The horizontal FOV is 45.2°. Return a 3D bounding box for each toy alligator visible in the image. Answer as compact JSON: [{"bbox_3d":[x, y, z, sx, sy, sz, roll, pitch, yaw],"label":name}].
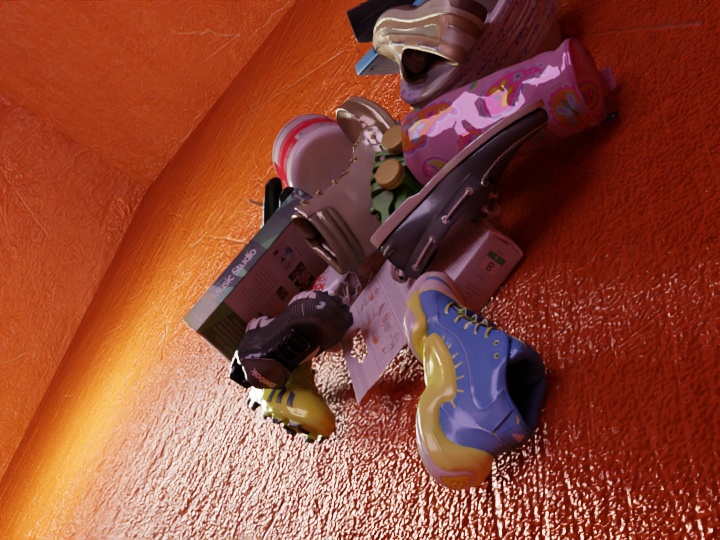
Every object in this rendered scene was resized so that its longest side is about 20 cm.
[{"bbox_3d":[0.032,-0.076,0.869,0.054,0.059,0.202,-10,58,35],"label":"toy alligator"}]

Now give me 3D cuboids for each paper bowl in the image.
[{"bbox_3d":[0.142,-0.243,0.960,0.201,0.104,0.201,-45,23,26],"label":"paper bowl"}]

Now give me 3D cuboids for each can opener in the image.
[{"bbox_3d":[-0.095,-0.025,1.062,0.063,0.201,0.079,22,45,32],"label":"can opener"}]

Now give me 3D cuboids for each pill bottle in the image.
[{"bbox_3d":[-0.054,-0.143,1.126,0.113,0.112,0.200,-54,21,5],"label":"pill bottle"}]

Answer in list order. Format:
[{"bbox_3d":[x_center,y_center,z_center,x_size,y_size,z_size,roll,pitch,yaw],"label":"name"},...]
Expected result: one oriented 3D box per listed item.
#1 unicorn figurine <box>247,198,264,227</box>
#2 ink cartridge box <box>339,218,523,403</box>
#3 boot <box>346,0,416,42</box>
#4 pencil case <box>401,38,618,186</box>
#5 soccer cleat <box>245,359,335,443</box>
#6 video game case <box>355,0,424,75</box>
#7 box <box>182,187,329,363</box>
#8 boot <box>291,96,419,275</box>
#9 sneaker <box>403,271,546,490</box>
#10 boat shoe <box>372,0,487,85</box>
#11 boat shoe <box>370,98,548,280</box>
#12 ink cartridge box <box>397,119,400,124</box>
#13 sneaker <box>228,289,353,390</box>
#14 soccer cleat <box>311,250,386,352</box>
[{"bbox_3d":[-0.114,-0.065,1.256,0.073,0.201,0.138,-11,39,-4],"label":"unicorn figurine"},{"bbox_3d":[0.059,0.023,0.840,0.201,0.050,0.161,-55,20,13],"label":"ink cartridge box"},{"bbox_3d":[0.098,-0.357,1.130,0.199,0.066,0.164,-27,-10,27],"label":"boot"},{"bbox_3d":[0.133,-0.143,0.806,0.199,0.087,0.088,-20,38,35],"label":"pencil case"},{"bbox_3d":[-0.072,0.131,0.941,0.084,0.064,0.200,-59,20,-10],"label":"soccer cleat"},{"bbox_3d":[0.098,-0.314,1.131,0.200,0.142,0.018,-33,72,55],"label":"video game case"},{"bbox_3d":[-0.097,0.023,1.012,0.036,0.145,0.200,29,74,39],"label":"box"},{"bbox_3d":[-0.013,-0.098,0.951,0.154,0.072,0.200,-30,58,-12],"label":"boot"},{"bbox_3d":[0.094,0.066,0.664,0.105,0.076,0.201,-32,41,28],"label":"sneaker"},{"bbox_3d":[0.057,-0.233,0.906,0.200,0.071,0.077,-164,90,-71],"label":"boat shoe"},{"bbox_3d":[0.095,-0.067,0.756,0.200,0.062,0.073,-42,-5,27],"label":"boat shoe"},{"bbox_3d":[-0.011,-0.109,1.196,0.198,0.047,0.201,-49,24,22],"label":"ink cartridge box"},{"bbox_3d":[-0.077,0.082,0.891,0.199,0.066,0.091,-25,29,53],"label":"sneaker"},{"bbox_3d":[0.000,0.000,0.975,0.085,0.068,0.201,-34,25,54],"label":"soccer cleat"}]
